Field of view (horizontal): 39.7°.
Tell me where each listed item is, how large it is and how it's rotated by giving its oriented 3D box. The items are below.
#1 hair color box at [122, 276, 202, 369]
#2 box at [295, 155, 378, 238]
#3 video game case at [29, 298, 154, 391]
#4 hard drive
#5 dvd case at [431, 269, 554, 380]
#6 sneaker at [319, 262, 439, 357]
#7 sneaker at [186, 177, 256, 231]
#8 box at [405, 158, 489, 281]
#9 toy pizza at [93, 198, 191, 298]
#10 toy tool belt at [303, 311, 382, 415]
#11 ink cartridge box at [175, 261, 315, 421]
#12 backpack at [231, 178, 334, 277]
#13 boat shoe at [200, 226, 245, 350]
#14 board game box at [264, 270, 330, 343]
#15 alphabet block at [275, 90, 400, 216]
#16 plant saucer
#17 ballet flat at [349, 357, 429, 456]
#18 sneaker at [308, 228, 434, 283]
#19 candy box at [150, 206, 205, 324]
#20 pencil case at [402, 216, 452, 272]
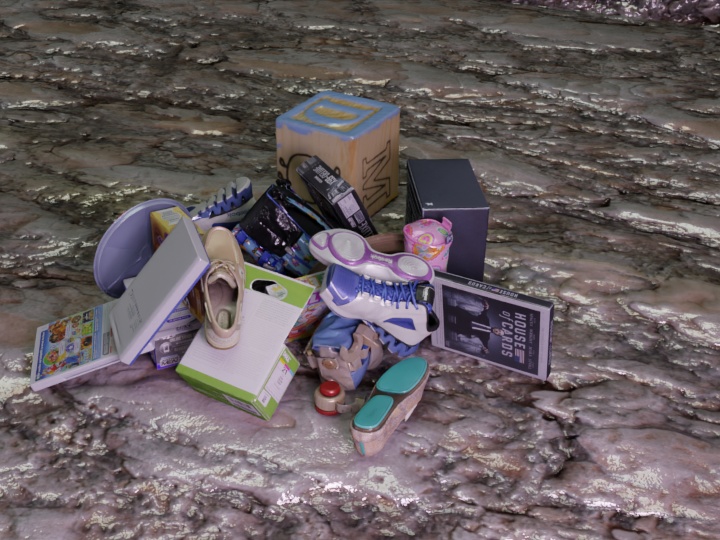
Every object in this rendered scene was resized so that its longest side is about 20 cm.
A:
[{"bbox_3d":[-0.315,0.075,1.654,0.109,0.065,0.200,-13,32,-22],"label":"hair color box"},{"bbox_3d":[-0.026,-0.097,1.810,0.050,0.200,0.158,-37,41,-7],"label":"box"},{"bbox_3d":[-0.421,0.107,1.578,0.199,0.018,0.143,-19,38,2],"label":"video game case"},{"bbox_3d":[-0.305,0.029,1.502,0.025,0.200,0.132,31,16,-35],"label":"hard drive"},{"bbox_3d":[0.201,0.084,1.555,0.200,0.151,0.025,16,44,25],"label":"dvd case"},{"bbox_3d":[0.045,0.040,1.475,0.199,0.115,0.081,36,39,-26],"label":"sneaker"},{"bbox_3d":[-0.266,-0.079,1.887,0.199,0.115,0.081,-27,26,13],"label":"sneaker"},{"bbox_3d":[0.148,-0.068,1.762,0.123,0.199,0.200,-3,32,-4],"label":"box"},{"bbox_3d":[-0.374,-0.040,1.711,0.200,0.201,0.032,-26,50,-36],"label":"toy pizza"},{"bbox_3d":[-0.029,0.115,1.531,0.124,0.123,0.200,7,32,12],"label":"toy tool belt"},{"bbox_3d":[-0.160,0.103,1.506,0.148,0.076,0.200,18,67,27],"label":"ink cartridge box"},{"bbox_3d":[-0.115,-0.050,1.779,0.200,0.135,0.183,41,8,-9],"label":"backpack"},{"bbox_3d":[-0.203,0.015,1.473,0.072,0.065,0.201,2,61,-12],"label":"boat shoe"},{"bbox_3d":[-0.064,0.053,1.622,0.200,0.135,0.034,-15,58,-23],"label":"board game box"},{"bbox_3d":[-0.044,-0.229,2.028,0.195,0.201,0.196,18,35,28],"label":"alphabet block"},{"bbox_3d":[0.000,0.000,1.686,0.200,0.200,0.030,-15,67,-23],"label":"plant saucer"},{"bbox_3d":[0.042,0.199,1.445,0.068,0.067,0.200,11,32,29],"label":"ballet flat"},{"bbox_3d":[0.010,0.004,1.545,0.200,0.100,0.075,22,51,4],"label":"sneaker"},{"bbox_3d":[-0.277,-0.010,1.625,0.056,0.117,0.200,-18,35,-30],"label":"candy box"},{"bbox_3d":[0.105,0.011,1.628,0.087,0.200,0.088,3,35,-2],"label":"pencil case"}]
